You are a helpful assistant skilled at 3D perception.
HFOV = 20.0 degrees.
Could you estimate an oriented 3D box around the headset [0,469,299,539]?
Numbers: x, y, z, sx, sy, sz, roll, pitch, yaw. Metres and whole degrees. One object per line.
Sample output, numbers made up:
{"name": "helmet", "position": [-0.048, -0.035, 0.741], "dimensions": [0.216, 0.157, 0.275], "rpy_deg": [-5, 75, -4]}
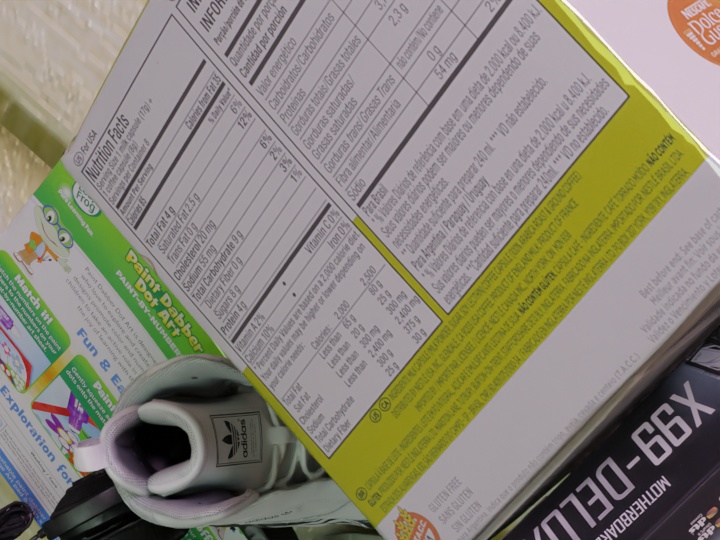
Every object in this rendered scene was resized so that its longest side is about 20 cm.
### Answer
{"name": "headset", "position": [-0.109, 0.143, 0.967], "dimensions": [0.198, 0.094, 0.125], "rpy_deg": [5, 103, 24]}

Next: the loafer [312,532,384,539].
{"name": "loafer", "position": [-0.017, 0.172, 0.971], "dimensions": [0.199, 0.063, 0.073], "rpy_deg": [-28, 60, 41]}

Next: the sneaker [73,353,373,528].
{"name": "sneaker", "position": [-0.017, 0.072, 0.834], "dimensions": [0.198, 0.115, 0.076], "rpy_deg": [-5, 82, 17]}

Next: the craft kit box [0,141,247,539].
{"name": "craft kit box", "position": [-0.113, 0.061, 0.994], "dimensions": [0.201, 0.048, 0.197], "rpy_deg": [53, 136, 4]}

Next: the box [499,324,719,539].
{"name": "box", "position": [0.115, 0.120, 0.669], "dimensions": [0.158, 0.200, 0.050], "rpy_deg": [43, -175, -35]}

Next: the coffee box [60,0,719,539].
{"name": "coffee box", "position": [0.059, -0.062, 0.679], "dimensions": [0.198, 0.199, 0.200], "rpy_deg": [47, 134, 11]}
